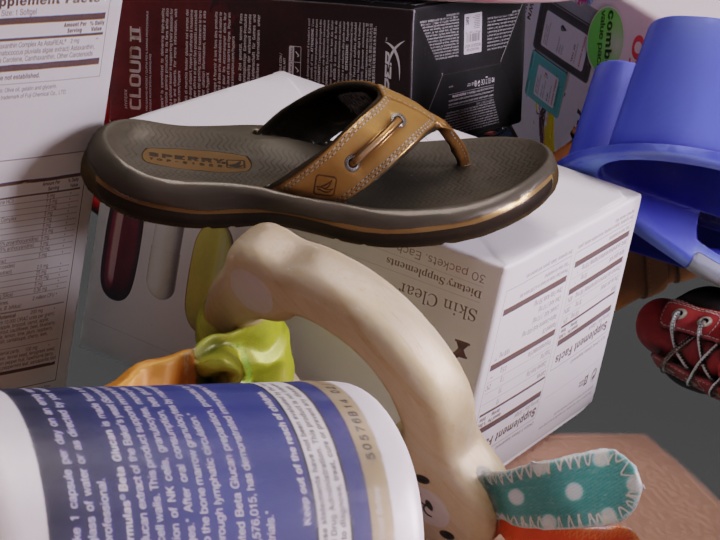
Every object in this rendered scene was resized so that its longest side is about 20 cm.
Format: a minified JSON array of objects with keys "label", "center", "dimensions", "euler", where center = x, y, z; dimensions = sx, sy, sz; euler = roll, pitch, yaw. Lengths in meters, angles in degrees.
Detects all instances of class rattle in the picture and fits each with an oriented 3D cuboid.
[{"label":"rattle","center":[-0.004,0.086,0.857],"dimensions":[0.200,0.130,0.143],"euler":[43,39,8]}]

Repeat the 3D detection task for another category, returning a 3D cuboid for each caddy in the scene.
[{"label":"caddy","center":[0.189,-0.039,1.080],"dimensions":[0.199,0.106,0.141],"euler":[17,-19,-13]}]

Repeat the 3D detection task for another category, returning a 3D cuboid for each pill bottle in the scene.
[{"label":"pill bottle","center":[-0.089,0.093,0.728],"dimensions":[0.199,0.112,0.111],"euler":[0,23,-27]}]

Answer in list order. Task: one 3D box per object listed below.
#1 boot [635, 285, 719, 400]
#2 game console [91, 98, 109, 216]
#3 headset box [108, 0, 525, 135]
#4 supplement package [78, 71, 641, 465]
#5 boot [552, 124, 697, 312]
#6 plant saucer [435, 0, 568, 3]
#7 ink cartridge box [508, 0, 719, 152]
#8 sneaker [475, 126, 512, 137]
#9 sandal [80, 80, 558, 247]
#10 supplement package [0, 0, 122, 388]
[{"label":"boot","center":[0.182,0.055,1.032],"dimensions":[0.143,0.073,0.200],"euler":[18,14,20]},{"label":"game console","center":[-0.175,-0.046,1.183],"dimensions":[0.171,0.119,0.200],"euler":[-21,21,5]},{"label":"headset box","center":[-0.030,-0.116,1.194],"dimensions":[0.199,0.078,0.149],"euler":[6,12,25]},{"label":"supplement package","center":[0.000,0.000,1.017],"dimensions":[0.199,0.112,0.156],"euler":[20,22,24]},{"label":"boot","center":[0.190,-0.019,1.190],"dimensions":[0.155,0.201,0.077],"euler":[-37,19,-19]},{"label":"plant saucer","center":[0.042,-0.170,1.159],"dimensions":[0.199,0.051,0.201],"euler":[2,11,0]},{"label":"ink cartridge box","center":[0.176,-0.106,1.334],"dimensions":[0.145,0.148,0.200],"euler":[1,22,-26]},{"label":"sneaker","center":[0.064,-0.066,1.261],"dimensions":[0.199,0.085,0.075],"euler":[27,26,36]},{"label":"sandal","center":[-0.013,-0.051,0.911],"dimensions":[0.198,0.055,0.082],"euler":[5,26,-8]},{"label":"supplement package","center":[-0.210,-0.054,0.925],"dimensions":[0.150,0.201,0.151],"euler":[-10,29,-43]}]
